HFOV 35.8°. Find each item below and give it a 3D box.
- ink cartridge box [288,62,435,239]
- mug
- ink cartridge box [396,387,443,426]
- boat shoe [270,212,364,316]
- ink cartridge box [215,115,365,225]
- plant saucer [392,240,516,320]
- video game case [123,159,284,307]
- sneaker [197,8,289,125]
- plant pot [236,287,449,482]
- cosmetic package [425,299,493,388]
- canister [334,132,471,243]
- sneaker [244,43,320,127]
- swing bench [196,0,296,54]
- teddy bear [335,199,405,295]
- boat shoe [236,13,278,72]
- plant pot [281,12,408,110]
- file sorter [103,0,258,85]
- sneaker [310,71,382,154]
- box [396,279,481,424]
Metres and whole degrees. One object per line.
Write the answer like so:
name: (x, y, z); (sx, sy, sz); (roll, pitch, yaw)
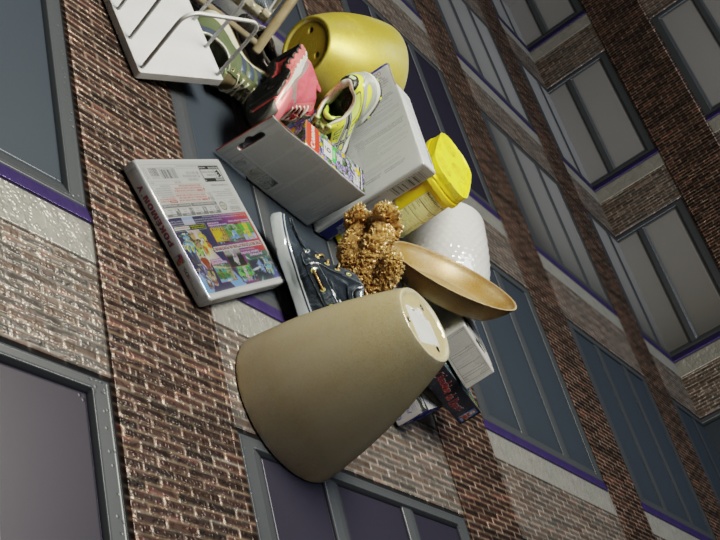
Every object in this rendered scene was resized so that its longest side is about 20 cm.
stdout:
ink cartridge box: (-0.003, -0.176, 1.642); (0.040, 0.198, 0.202); (32, 35, -51)
mug: (0.139, 0.019, 1.792); (0.201, 0.146, 0.177); (79, 6, -48)
ink cartridge box: (0.039, 0.114, 1.554); (0.202, 0.044, 0.094); (63, 20, 12)
boat shoe: (-0.049, 0.007, 1.421); (0.071, 0.090, 0.202); (77, -6, -71)
ink cartridge box: (-0.093, -0.149, 1.525); (0.200, 0.108, 0.051); (38, 37, -40)
plant saucer: (0.123, 0.021, 1.565); (0.198, 0.036, 0.200); (25, 13, -6)
video game case: (-0.182, -0.051, 1.331); (0.184, 0.023, 0.200); (60, 21, 6)
sneaker: (-0.182, -0.270, 1.576); (0.201, 0.067, 0.090); (53, 30, -12)
plant pot: (-0.005, 0.110, 1.255); (0.187, 0.199, 0.188); (45, 25, -29)
cosmetic package: (0.138, 0.089, 1.588); (0.083, 0.050, 0.200); (58, 7, -15)
canister: (0.062, -0.106, 1.683); (0.087, 0.199, 0.149); (51, 22, -15)
sneaker: (-0.095, -0.239, 1.545); (0.087, 0.073, 0.201); (53, 32, -23)
swing bench: (-0.162, -0.468, 1.629); (0.198, 0.200, 0.130); (36, 26, -10)
teddy bear: (0.000, 0.000, 1.477); (0.144, 0.202, 0.067); (19, -4, 38)
boat shoe: (-0.146, -0.335, 1.735); (0.067, 0.057, 0.202); (31, 34, -48)
plant pot: (-0.044, -0.328, 1.770); (0.141, 0.199, 0.202); (20, 42, -49)
file sorter: (-0.239, -0.362, 1.440); (0.138, 0.124, 0.202); (-4, 62, -48)
sneaker: (-0.050, -0.201, 1.594); (0.075, 0.201, 0.076); (37, 16, 23)
box: (0.096, 0.113, 1.555); (0.200, 0.037, 0.137); (52, 12, -50)
